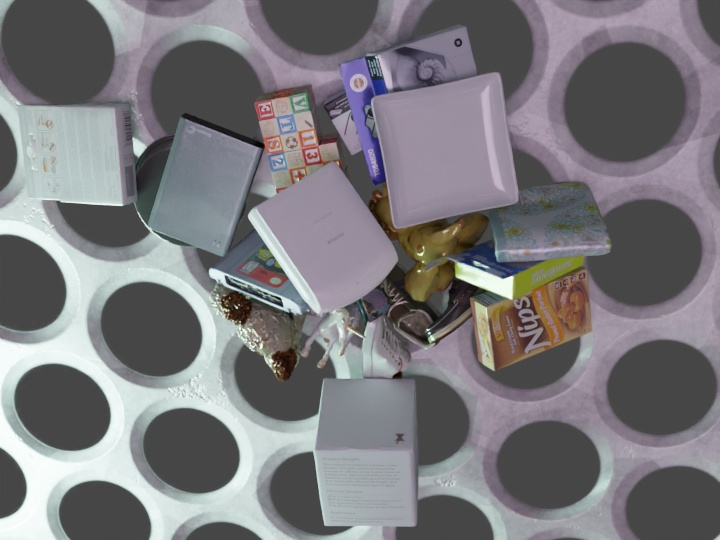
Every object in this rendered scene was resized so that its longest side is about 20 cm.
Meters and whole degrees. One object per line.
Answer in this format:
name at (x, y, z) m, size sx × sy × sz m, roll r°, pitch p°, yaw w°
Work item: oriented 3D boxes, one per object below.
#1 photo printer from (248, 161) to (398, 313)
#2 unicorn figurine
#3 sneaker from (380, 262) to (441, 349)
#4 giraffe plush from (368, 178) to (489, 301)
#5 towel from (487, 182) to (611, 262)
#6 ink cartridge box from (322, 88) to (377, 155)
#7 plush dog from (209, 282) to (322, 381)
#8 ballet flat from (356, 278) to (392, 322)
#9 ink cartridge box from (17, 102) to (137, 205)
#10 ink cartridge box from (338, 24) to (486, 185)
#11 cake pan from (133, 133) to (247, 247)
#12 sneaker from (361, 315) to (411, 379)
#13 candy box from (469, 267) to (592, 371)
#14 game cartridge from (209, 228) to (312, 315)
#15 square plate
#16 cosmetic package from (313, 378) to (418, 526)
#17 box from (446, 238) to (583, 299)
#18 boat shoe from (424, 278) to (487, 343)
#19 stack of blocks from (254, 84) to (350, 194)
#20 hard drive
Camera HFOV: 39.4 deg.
photo printer at (-0.050, -0.045, 1.533) m, size 0.166 × 0.069 × 0.201 m, roll -32°, pitch 82°, yaw -20°
unicorn figurine at (-0.037, 0.094, 1.647) m, size 0.073 × 0.200 × 0.138 m, roll 28°, pitch 118°, yaw -3°
sneaker at (0.067, 0.053, 1.683) m, size 0.067 × 0.090 × 0.200 m, roll -41°, pitch 104°, yaw 19°
giraffe plush at (0.084, -0.063, 1.609) m, size 0.162 × 0.200 × 0.173 m, roll 40°, pitch 103°, yaw 18°
towel at (0.285, -0.075, 1.552) m, size 0.170 × 0.200 × 0.048 m, roll -7°, pitch 118°, yaw 7°
ink cartridge box at (0.049, -0.271, 1.575) m, size 0.199 × 0.044 × 0.094 m, roll -27°, pitch 108°, yaw 14°
plush dog at (-0.149, 0.083, 1.672) m, size 0.160 × 0.172 × 0.200 m, roll -40°, pitch 103°, yaw 18°
ballet flat at (0.000, 0.000, 1.635) m, size 0.072 × 0.201 × 0.072 m, roll -16°, pitch 139°, yaw -15°
ink cartridge box at (-0.464, -0.194, 1.656) m, size 0.199 × 0.050 × 0.162 m, roll 5°, pitch 106°, yaw 25°
ink cartridge box at (0.088, -0.246, 1.520) m, size 0.199 × 0.041 × 0.201 m, roll -19°, pitch 108°, yaw -3°
cake pan at (-0.288, -0.126, 1.673) m, size 0.198 × 0.037 × 0.202 m, roll 2°, pitch 113°, yaw 4°
sneaker at (0.045, 0.123, 1.694) m, size 0.084 × 0.073 × 0.200 m, roll 5°, pitch 149°, yaw 6°
candy box at (0.280, 0.073, 1.641) m, size 0.199 × 0.055 × 0.116 m, roll -19°, pitch 113°, yaw -21°
game cartridge at (-0.130, -0.005, 1.616) m, size 0.199 × 0.133 × 0.041 m, roll 20°, pitch 135°, yaw 32°
square plate at (0.127, -0.179, 1.502) m, size 0.198 × 0.028 × 0.200 m, roll -12°, pitch 103°, yaw -6°
cosmetic package at (0.016, 0.313, 1.731) m, size 0.166 × 0.167 × 0.201 m, roll 0°, pitch 129°, yaw 5°
box at (0.242, -0.014, 1.565) m, size 0.122 × 0.199 × 0.048 m, roll 22°, pitch 123°, yaw 44°
boat shoe at (0.176, 0.039, 1.660) m, size 0.200 × 0.072 × 0.066 m, roll -39°, pitch 85°, yaw -9°
stack of blocks at (-0.088, -0.190, 1.615) m, size 0.114 × 0.059 × 0.201 m, roll -10°, pitch 111°, yaw 9°
hard drive at (-0.250, -0.137, 1.626) m, size 0.139 × 0.033 × 0.201 m, roll 21°, pitch 112°, yaw -3°
